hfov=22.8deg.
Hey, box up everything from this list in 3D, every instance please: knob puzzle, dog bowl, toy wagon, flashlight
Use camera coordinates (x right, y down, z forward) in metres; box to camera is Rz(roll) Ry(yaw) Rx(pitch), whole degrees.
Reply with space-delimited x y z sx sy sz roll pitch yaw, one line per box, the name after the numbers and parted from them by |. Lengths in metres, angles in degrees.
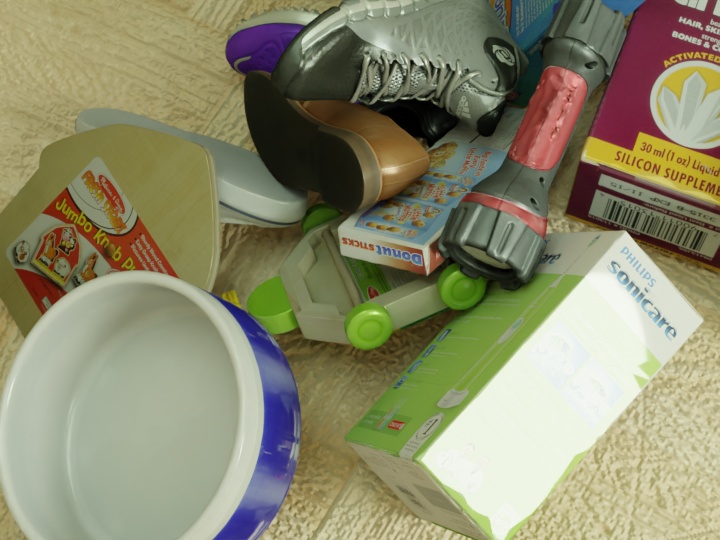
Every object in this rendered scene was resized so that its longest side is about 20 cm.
-0.172 -0.016 1.292 0.218 0.030 0.221 -4 82 28 | knob puzzle
-0.142 0.106 1.186 0.199 0.079 0.201 -8 73 26 | dog bowl
0.000 0.000 1.251 0.199 0.040 0.155 -24 33 -1 | toy wagon
0.117 -0.089 1.173 0.068 0.068 0.201 4 65 53 | flashlight

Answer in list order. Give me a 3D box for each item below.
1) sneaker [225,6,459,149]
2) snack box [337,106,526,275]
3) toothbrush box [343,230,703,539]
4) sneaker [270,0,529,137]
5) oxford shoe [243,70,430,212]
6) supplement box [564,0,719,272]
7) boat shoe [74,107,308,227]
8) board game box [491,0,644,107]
-0.017 -0.132 1.330 0.199 0.070 0.100 9 72 19 | sneaker
0.068 -0.061 1.249 0.072 0.024 0.200 14 37 31 | snack box
0.102 0.072 1.162 0.086 0.146 0.200 45 76 -13 | toothbrush box
0.042 -0.133 1.219 0.199 0.075 0.116 -26 69 -35 | sneaker
-0.021 -0.094 1.264 0.071 0.072 0.200 -16 31 -28 | oxford shoe
0.238 -0.119 1.253 0.130 0.103 0.201 19 69 7 | supplement box
-0.129 -0.059 1.323 0.199 0.070 0.071 19 25 20 | boat shoe
0.151 -0.231 1.286 0.045 0.200 0.153 13 63 -23 | board game box
